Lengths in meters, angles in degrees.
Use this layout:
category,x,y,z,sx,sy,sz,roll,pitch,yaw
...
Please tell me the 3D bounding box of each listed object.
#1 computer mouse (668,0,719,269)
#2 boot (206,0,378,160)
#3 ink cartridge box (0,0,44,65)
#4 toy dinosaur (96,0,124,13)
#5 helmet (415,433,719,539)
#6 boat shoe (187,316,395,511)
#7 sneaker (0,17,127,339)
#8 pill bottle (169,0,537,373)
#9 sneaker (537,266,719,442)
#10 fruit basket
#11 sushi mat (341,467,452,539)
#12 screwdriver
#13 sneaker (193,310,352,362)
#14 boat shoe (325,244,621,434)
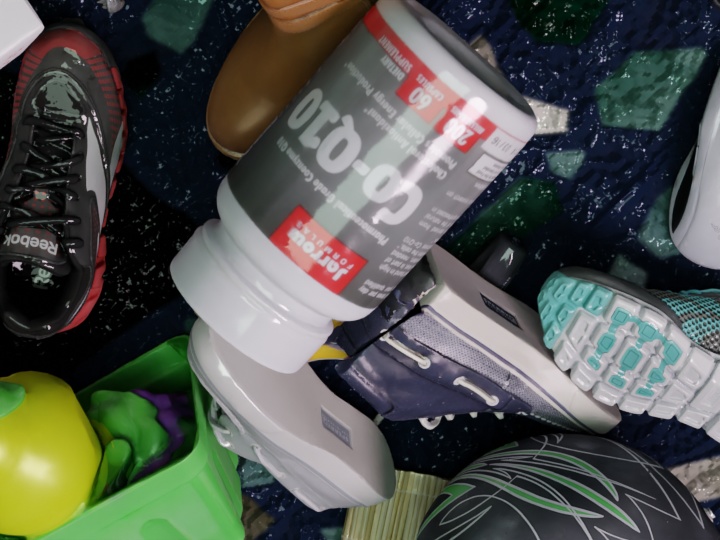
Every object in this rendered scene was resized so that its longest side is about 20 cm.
category,x,y,z,sx,sy,sz,roll,pitch,yaw
computer mouse,0.242,-0.088,1.169,0.109,0.044,0.200,13,108,-3
boot,-0.032,-0.141,1.094,0.200,0.155,0.077,-40,84,12
ink cartridge box,-0.284,-0.105,1.091,0.200,0.145,0.084,-37,100,-11
toy dinosaur,-0.095,-0.230,1.112,0.136,0.102,0.200,36,129,7
helmet,0.126,0.192,1.182,0.200,0.200,0.191,-9,128,5
boat shoe,-0.054,0.090,1.185,0.068,0.072,0.200,-22,144,23
sneaker,-0.184,-0.047,1.169,0.071,0.098,0.201,10,107,1
pill bottle,-0.007,-0.045,1.085,0.114,0.114,0.200,39,103,-11
sneaker,0.195,0.044,1.191,0.200,0.091,0.078,28,128,-15
fruit basket,-0.190,0.116,1.191,0.215,0.156,0.216,-3,121,-5
sushi mat,0.027,0.223,1.295,0.095,0.012,0.200,9,108,-4
screwdriver,0.040,0.058,1.233,0.028,0.029,0.200,33,106,-9
sneaker,0.000,0.000,1.198,0.200,0.075,0.090,-29,114,17
boat shoe,0.067,0.063,1.191,0.093,0.075,0.200,-42,124,17
